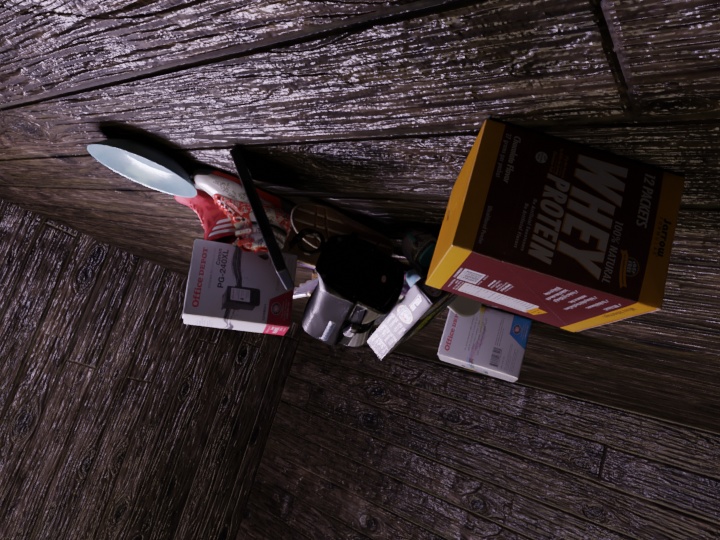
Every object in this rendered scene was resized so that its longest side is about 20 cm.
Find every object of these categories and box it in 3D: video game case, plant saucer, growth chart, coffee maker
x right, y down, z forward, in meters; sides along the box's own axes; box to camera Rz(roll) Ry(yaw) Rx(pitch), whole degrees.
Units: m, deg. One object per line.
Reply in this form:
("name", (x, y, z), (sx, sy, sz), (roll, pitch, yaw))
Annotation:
("video game case", (-0.153, -0.076, 0.870), (0.019, 0.202, 0.143), (-23, 170, -7))
("plant saucer", (-0.387, -0.193, 0.997), (0.198, 0.039, 0.201), (18, 168, 4))
("growth chart", (-0.083, 0.021, 1.241), (0.199, 0.018, 0.144), (-28, -169, -33))
("coffee maker", (-0.037, 0.031, 0.960), (0.192, 0.134, 0.200), (45, 150, 8))

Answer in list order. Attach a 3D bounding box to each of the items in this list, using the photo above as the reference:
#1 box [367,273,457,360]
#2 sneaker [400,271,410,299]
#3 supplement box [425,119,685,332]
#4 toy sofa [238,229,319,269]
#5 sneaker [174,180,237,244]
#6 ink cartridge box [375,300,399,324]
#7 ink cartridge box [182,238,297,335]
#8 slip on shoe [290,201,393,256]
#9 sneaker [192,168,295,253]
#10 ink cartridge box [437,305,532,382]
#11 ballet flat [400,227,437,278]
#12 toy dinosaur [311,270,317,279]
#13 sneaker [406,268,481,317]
("box", (0.111, 0.056, 0.933), (0.044, 0.159, 0.201), (49, 141, 13))
("sneaker", (0.063, 0.023, 1.221), (0.198, 0.076, 0.100), (29, -177, -14))
("supplement box", (0.194, -0.035, 0.602), (0.197, 0.135, 0.197), (17, 168, 3))
("toy sofa", (-0.144, -0.061, 1.128), (0.197, 0.084, 0.098), (19, 167, -7))
("sneaker", (-0.310, -0.107, 1.083), (0.198, 0.117, 0.078), (10, 167, 33))
("ink cartridge box", (0.013, 0.071, 1.304), (0.143, 0.086, 0.198), (9, -168, 42))
("ink cartridge box", (-0.229, 0.034, 1.045), (0.197, 0.148, 0.083), (9, 163, -14))
("slip on shoe", (-0.035, -0.067, 0.987), (0.197, 0.077, 0.061), (18, -174, -18))
("sneaker", (-0.220, -0.101, 0.994), (0.199, 0.109, 0.067), (22, 168, -18))
("ink cartridge box", (0.308, 0.177, 1.378), (0.197, 0.149, 0.146), (16, 169, 14))
("ballet flat", (0.114, -0.028, 0.969), (0.071, 0.073, 0.200), (13, 167, 21))
("toy dinosaur", (-0.090, 0.020, 1.478), (0.198, 0.061, 0.106), (10, 168, 35))
("sneaker", (0.178, 0.037, 1.165), (0.199, 0.075, 0.082), (26, -171, -36))
